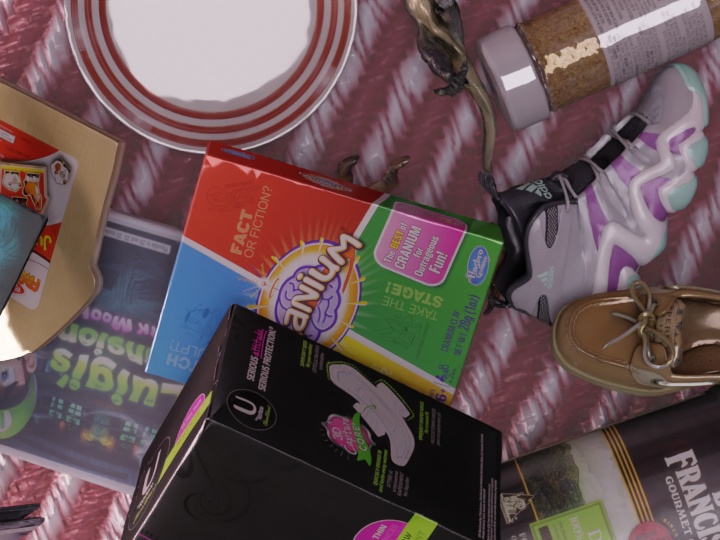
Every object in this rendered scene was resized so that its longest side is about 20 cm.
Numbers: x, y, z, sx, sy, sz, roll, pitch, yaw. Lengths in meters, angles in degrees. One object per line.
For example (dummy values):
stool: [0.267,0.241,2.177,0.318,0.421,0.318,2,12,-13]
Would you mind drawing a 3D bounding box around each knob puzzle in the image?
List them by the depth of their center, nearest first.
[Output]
knob puzzle: [-0.248,-0.028,1.288,0.218,0.030,0.222,5,100,26]

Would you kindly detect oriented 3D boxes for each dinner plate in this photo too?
dinner plate: [-0.101,-0.180,1.306,0.198,0.024,0.202,0,98,-3]

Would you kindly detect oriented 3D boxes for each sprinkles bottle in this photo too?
sprinkles bottle: [0.180,-0.164,1.296,0.199,0.068,0.069,-24,98,1]

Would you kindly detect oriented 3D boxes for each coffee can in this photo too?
coffee can: [0.177,0.178,1.304,0.198,0.146,0.147,-19,98,1]

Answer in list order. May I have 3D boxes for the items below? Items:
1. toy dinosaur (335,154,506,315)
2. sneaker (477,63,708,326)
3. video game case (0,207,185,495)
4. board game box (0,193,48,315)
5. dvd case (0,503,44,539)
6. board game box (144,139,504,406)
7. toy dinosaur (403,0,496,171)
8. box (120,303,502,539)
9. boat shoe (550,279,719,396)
toy dinosaur: [0.000,0.000,1.308,0.199,0.086,0.136,-22,105,7]
sneaker: [0.145,-0.057,1.292,0.139,0.078,0.202,16,96,-19]
video game case: [-0.193,0.046,1.308,0.198,0.023,0.183,16,97,11]
board game box: [-0.300,0.027,1.212,0.134,0.028,0.201,26,81,-7]
dvd case: [-0.308,0.188,1.244,0.148,0.200,0.016,-3,71,-33]
board game box: [-0.024,0.019,1.246,0.198,0.040,0.154,16,105,-5]
toy dinosaur: [0.054,-0.156,1.283,0.047,0.088,0.201,-26,98,1]
box: [-0.031,0.146,1.204,0.199,0.125,0.149,27,121,-11]
boat shoe: [0.224,0.042,1.251,0.198,0.063,0.074,2,72,2]
